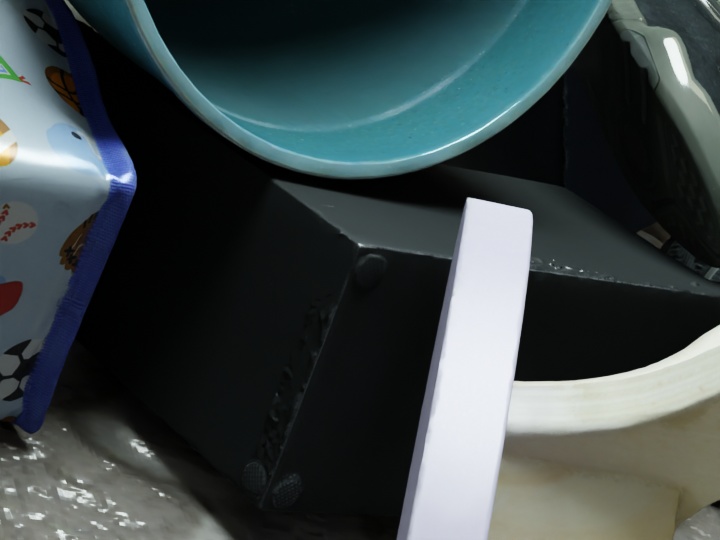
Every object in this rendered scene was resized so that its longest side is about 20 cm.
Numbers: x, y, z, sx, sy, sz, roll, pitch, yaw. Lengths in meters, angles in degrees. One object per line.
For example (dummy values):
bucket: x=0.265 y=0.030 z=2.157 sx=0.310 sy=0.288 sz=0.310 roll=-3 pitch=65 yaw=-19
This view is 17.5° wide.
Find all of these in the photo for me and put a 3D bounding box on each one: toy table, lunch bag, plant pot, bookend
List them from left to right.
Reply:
lunch bag: x=-0.181 y=-0.052 z=0.749 sx=0.169 sy=0.124 sz=0.200 roll=11 pitch=33 yaw=-28
plant pot: x=-0.037 y=-0.151 z=0.786 sx=0.199 sy=0.201 sz=0.188 roll=5 pitch=14 yaw=-35
bookend: x=0.000 y=0.000 z=0.833 sx=0.198 sy=0.093 sz=0.200 roll=7 pitch=21 yaw=-43
toy table: x=0.068 y=0.073 z=0.635 sx=0.116 sy=0.184 sz=0.201 roll=11 pitch=54 yaw=1

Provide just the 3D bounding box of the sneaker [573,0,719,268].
sneaker: x=0.136 y=-0.092 z=0.874 sx=0.114 sy=0.076 sz=0.200 roll=-13 pitch=49 yaw=-8

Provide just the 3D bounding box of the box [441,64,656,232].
box: x=0.098 y=-0.129 z=1.048 sx=0.196 sy=0.124 sz=0.200 roll=-27 pitch=46 yaw=-26

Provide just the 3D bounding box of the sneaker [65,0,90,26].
sneaker: x=-0.035 y=-0.103 z=0.905 sx=0.199 sy=0.076 sz=0.081 roll=12 pitch=0 yaw=10

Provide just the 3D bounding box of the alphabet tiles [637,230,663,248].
alphabet tiles: x=0.041 y=-0.039 z=1.071 sx=0.195 sy=0.015 sz=0.200 roll=11 pitch=24 yaw=-25

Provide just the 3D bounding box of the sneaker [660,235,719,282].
sneaker: x=0.186 y=0.066 z=0.896 sx=0.115 sy=0.075 sz=0.200 roll=13 pitch=32 yaw=-32
